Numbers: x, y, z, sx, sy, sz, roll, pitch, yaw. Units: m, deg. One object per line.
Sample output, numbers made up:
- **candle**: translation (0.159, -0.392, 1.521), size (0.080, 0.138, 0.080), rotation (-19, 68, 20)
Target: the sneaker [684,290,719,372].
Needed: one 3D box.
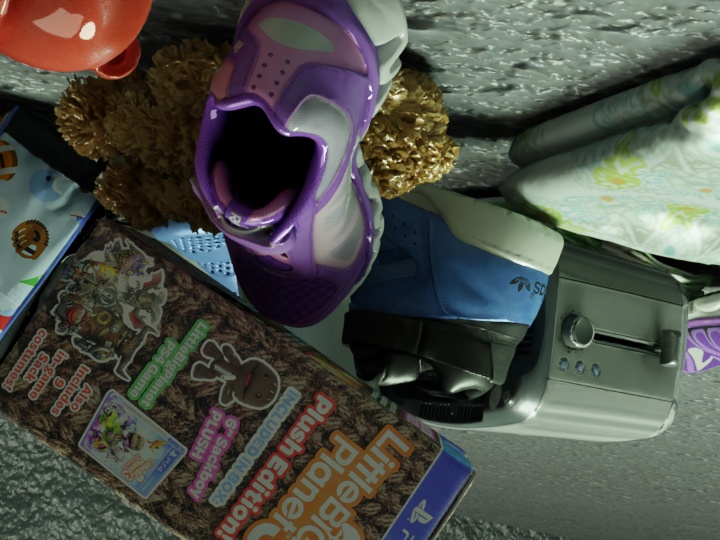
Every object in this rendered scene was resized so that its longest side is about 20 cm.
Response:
- **sneaker**: translation (0.254, 0.048, 1.104), size (0.080, 0.084, 0.200), rotation (-7, 176, -29)

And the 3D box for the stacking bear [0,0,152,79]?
- **stacking bear**: translation (-0.165, -0.117, 0.625), size (0.199, 0.122, 0.114), rotation (7, 169, -30)

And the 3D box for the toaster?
- **toaster**: translation (0.100, 0.043, 1.058), size (0.129, 0.114, 0.200), rotation (12, 171, -29)

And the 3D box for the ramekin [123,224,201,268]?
- **ramekin**: translation (-0.194, 0.030, 1.342), size (0.199, 0.106, 0.200), rotation (8, 169, 2)

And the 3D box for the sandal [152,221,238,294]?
- **sandal**: translation (-0.056, 0.001, 1.152), size (0.079, 0.087, 0.200), rotation (1, 165, 42)

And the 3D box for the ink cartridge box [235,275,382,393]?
- **ink cartridge box**: translation (-0.040, 0.041, 1.051), size (0.048, 0.146, 0.200), rotation (-28, 135, 17)

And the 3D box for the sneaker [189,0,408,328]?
- **sneaker**: translation (-0.035, -0.036, 0.756), size (0.080, 0.089, 0.201), rotation (19, 141, 9)

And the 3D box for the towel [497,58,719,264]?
- **towel**: translation (0.182, -0.042, 0.861), size (0.171, 0.048, 0.200), rotation (13, 168, -23)

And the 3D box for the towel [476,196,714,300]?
- **towel**: translation (0.109, -0.012, 1.125), size (0.152, 0.024, 0.200), rotation (-1, 166, 41)

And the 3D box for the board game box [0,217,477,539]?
- **board game box**: translation (-0.055, 0.074, 0.848), size (0.200, 0.097, 0.159), rotation (34, 179, 3)

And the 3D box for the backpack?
- **backpack**: translation (-0.237, 0.004, 1.042), size (0.154, 0.191, 0.200), rotation (27, 165, -8)

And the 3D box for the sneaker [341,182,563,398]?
- **sneaker**: translation (0.000, 0.000, 0.947), size (0.199, 0.112, 0.077), rotation (22, -179, 23)

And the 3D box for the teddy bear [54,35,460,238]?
- **teddy bear**: translation (-0.056, -0.053, 0.863), size (0.199, 0.067, 0.145), rotation (12, 135, 14)
